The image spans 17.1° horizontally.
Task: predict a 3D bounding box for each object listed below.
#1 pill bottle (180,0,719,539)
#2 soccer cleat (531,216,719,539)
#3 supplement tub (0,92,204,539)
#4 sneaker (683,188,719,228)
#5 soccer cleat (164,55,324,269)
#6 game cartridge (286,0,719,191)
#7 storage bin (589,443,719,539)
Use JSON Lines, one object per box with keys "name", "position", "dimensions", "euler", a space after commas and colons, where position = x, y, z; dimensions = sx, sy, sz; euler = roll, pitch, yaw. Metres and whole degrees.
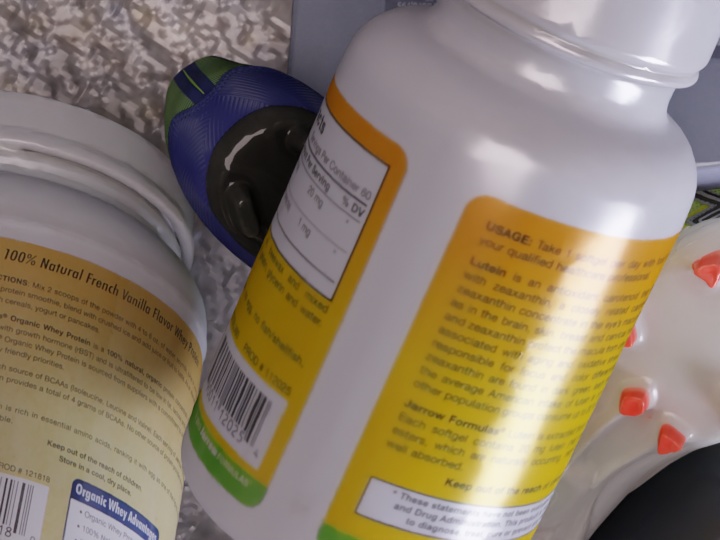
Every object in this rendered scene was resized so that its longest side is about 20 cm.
{"name": "pill bottle", "position": [0.032, -0.009, 0.708], "dimensions": [0.111, 0.111, 0.200], "euler": [24, 109, 1]}
{"name": "soccer cleat", "position": [0.083, 0.044, 0.793], "dimensions": [0.069, 0.078, 0.200], "euler": [36, 120, -6]}
{"name": "supplement tub", "position": [-0.129, 0.057, 0.785], "dimensions": [0.144, 0.144, 0.200], "euler": [5, 62, 5]}
{"name": "sneaker", "position": [0.124, -0.002, 0.826], "dimensions": [0.200, 0.076, 0.076], "euler": [11, 102, 5]}
{"name": "soccer cleat", "position": [0.001, -0.001, 0.824], "dimensions": [0.065, 0.084, 0.200], "euler": [-39, 130, -1]}
{"name": "game cartridge", "position": [0.077, -0.093, 0.815], "dimensions": [0.200, 0.040, 0.134], "euler": [4, 75, 6]}
{"name": "storage bin", "position": [0.150, 0.150, 0.819], "dimensions": [0.200, 0.134, 0.146], "euler": [45, 100, -2]}
